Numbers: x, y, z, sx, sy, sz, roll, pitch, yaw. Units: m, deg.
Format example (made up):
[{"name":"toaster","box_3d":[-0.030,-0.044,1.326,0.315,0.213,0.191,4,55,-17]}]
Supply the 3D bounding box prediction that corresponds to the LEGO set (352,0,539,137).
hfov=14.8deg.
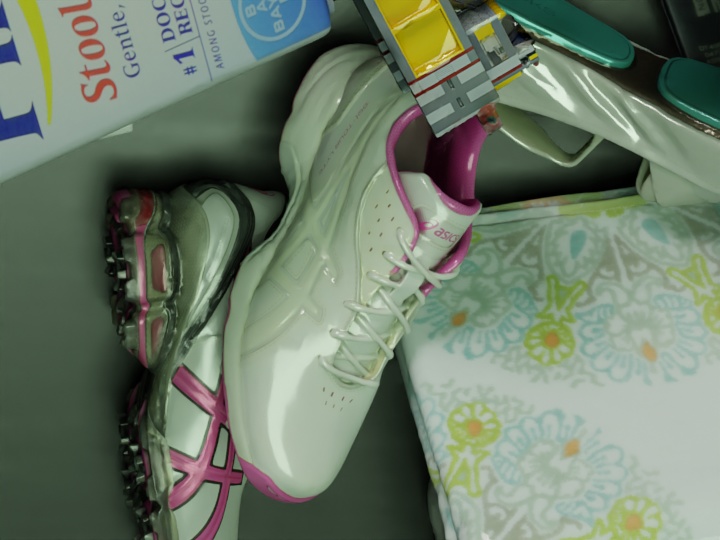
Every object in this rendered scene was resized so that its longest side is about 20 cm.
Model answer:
[{"name":"LEGO set","box_3d":[0.046,-0.138,1.099,0.154,0.200,0.116,-34,117,-8]}]

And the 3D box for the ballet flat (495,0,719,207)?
[{"name":"ballet flat","box_3d":[0.116,-0.067,1.192,0.200,0.069,0.070,25,104,4]}]

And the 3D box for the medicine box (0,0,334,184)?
[{"name":"medicine box","box_3d":[-0.134,-0.139,0.995,0.200,0.103,0.183,-28,116,-26]}]

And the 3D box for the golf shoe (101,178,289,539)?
[{"name":"golf shoe","box_3d":[-0.061,0.059,1.210,0.092,0.073,0.201,-5,110,-13]}]

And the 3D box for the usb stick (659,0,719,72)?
[{"name":"usb stick","box_3d":[0.143,-0.152,1.178,0.055,0.033,0.200,-16,126,14]}]

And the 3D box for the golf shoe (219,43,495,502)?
[{"name":"golf shoe","box_3d":[0.000,0.000,1.154,0.075,0.091,0.201,20,79,-43]}]

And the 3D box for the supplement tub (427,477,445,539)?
[{"name":"supplement tub","box_3d":[0.141,0.124,1.248,0.199,0.132,0.132,-15,112,-7]}]

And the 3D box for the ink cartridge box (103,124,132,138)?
[{"name":"ink cartridge box","box_3d":[-0.204,-0.112,1.109,0.199,0.086,0.147,-13,111,-6]}]

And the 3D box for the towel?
[{"name":"towel","box_3d":[0.105,0.049,1.187,0.171,0.200,0.048,-10,144,-8]}]
